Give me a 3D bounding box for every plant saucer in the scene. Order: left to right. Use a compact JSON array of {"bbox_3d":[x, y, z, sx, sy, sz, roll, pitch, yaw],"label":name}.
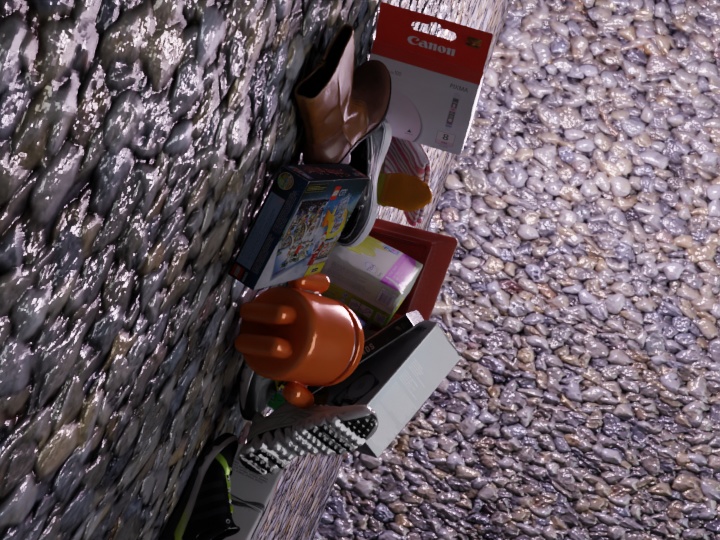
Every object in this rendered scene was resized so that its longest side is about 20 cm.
[{"bbox_3d":[0.043,0.017,1.832,0.037,0.199,0.200,26,83,-46],"label":"plant saucer"}]

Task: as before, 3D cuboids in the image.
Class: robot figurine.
[{"bbox_3d":[-0.072,0.086,1.390,0.117,0.144,0.200,-38,153,20],"label":"robot figurine"}]

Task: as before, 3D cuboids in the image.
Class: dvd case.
[{"bbox_3d":[-0.006,0.119,1.547,0.200,0.025,0.150,-34,176,7],"label":"dvd case"}]

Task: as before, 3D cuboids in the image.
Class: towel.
[{"bbox_3d":[0.063,-0.174,1.802,0.030,0.147,0.200,-24,156,-14],"label":"towel"}]

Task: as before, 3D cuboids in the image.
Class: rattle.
[{"bbox_3d":[0.044,-0.105,1.803,0.200,0.142,0.130,90,7,-56],"label":"rattle"}]

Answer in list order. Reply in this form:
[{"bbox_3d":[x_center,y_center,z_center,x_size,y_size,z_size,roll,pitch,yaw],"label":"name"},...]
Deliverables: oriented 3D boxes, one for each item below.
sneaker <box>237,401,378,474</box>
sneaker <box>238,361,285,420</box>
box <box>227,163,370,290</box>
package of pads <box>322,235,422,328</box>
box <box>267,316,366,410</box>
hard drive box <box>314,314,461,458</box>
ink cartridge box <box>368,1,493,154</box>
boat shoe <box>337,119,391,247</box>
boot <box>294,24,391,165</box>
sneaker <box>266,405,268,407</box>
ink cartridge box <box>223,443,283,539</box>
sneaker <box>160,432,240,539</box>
[{"bbox_3d":[-0.068,0.196,1.428,0.075,0.200,0.081,51,33,-36],"label":"sneaker"},{"bbox_3d":[-0.101,0.116,1.521,0.075,0.084,0.200,91,21,-67],"label":"sneaker"},{"bbox_3d":[-0.066,-0.054,1.287,0.137,0.038,0.200,-62,165,14],"label":"box"},{"bbox_3d":[0.000,0.000,1.678,0.068,0.154,0.200,-64,175,18],"label":"package of pads"},{"bbox_3d":[-0.072,0.137,1.703,0.048,0.117,0.200,-5,-128,48],"label":"box"},{"bbox_3d":[0.024,0.162,1.632,0.200,0.077,0.156,-48,-152,-22],"label":"hard drive box"},{"bbox_3d":[0.083,-0.258,1.542,0.200,0.162,0.057,99,9,-58],"label":"ink cartridge box"},{"bbox_3d":[-0.010,-0.124,1.586,0.068,0.072,0.200,-20,133,-56],"label":"boat shoe"},{"bbox_3d":[-0.021,-0.223,1.319,0.188,0.068,0.200,-53,162,-21],"label":"boot"},{"bbox_3d":[-0.078,0.161,1.802,0.200,0.090,0.078,-64,170,-45],"label":"sneaker"},{"bbox_3d":[-0.188,0.360,1.535,0.144,0.084,0.200,110,5,-46],"label":"ink cartridge box"},{"bbox_3d":[-0.186,0.307,1.428,0.072,0.083,0.200,98,14,-62],"label":"sneaker"}]
